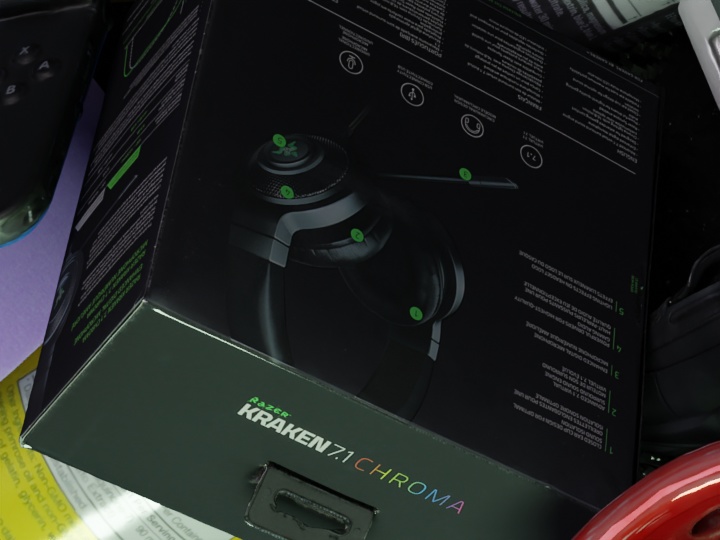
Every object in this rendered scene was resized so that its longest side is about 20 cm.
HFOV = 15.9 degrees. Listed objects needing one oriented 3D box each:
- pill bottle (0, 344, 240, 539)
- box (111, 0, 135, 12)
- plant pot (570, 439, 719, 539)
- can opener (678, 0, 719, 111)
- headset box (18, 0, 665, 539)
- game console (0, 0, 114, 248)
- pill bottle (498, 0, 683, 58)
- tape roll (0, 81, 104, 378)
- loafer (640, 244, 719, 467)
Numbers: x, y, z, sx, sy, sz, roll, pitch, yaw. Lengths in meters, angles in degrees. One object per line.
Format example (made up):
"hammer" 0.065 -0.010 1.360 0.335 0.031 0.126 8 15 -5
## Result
"pill bottle" -0.086 0.064 0.944 0.199 0.114 0.115 -32 67 15
"box" -0.137 -0.135 0.977 0.199 0.075 0.050 2 74 -15
"plant pot" 0.156 0.157 0.770 0.199 0.182 0.202 -6 76 23
"can opener" 0.155 -0.016 0.839 0.053 0.067 0.201 -25 83 26
"headset box" 0.000 0.000 0.829 0.093 0.173 0.201 -45 28 45
"game console" -0.196 -0.092 0.856 0.199 0.119 0.171 -9 42 19
"pill bottle" 0.097 -0.136 0.910 0.199 0.106 0.107 -21 70 19
"tape roll" -0.173 -0.003 0.954 0.199 0.200 0.066 -33 111 15
"loafer" 0.125 0.027 0.831 0.068 0.200 0.071 12 78 -17
